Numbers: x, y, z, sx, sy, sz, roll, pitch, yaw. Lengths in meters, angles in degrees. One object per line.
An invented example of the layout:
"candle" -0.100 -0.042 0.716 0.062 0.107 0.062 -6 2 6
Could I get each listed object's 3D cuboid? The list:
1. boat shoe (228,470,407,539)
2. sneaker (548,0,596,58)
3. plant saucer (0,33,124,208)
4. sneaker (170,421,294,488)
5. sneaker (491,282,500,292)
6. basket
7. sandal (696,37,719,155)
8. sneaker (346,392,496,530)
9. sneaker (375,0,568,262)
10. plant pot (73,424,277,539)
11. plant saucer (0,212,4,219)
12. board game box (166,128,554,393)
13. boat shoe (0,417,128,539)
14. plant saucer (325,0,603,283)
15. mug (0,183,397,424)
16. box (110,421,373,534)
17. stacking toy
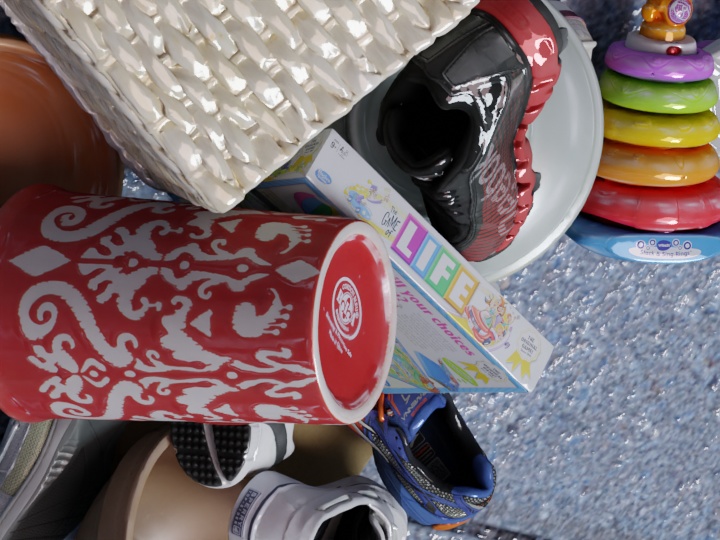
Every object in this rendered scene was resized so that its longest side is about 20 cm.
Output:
"boat shoe" -0.011 0.171 1.417 0.200 0.065 0.074 10 101 -62
"sneaker" 0.100 -0.077 1.417 0.075 0.090 0.201 -11 125 -27
"plant saucer" -0.231 -0.046 1.261 0.200 0.037 0.201 -17 128 -24
"sneaker" -0.071 0.031 1.375 0.080 0.074 0.201 3 93 -60
"sneaker" 0.042 0.008 1.457 0.071 0.099 0.200 -30 162 -9
"basket" -0.076 -0.160 1.160 0.198 0.161 0.200 -40 111 -5
"sandal" 0.232 -0.123 1.495 0.202 0.050 0.083 -28 117 8
"sneaker" 0.020 0.080 1.425 0.200 0.078 0.075 45 68 -11
"sneaker" 0.051 -0.065 1.208 0.098 0.071 0.201 -35 154 -26
"plant pot" -0.121 0.198 1.401 0.092 0.201 0.201 -12 141 29
"plant saucer" -0.282 0.022 1.224 0.200 0.039 0.202 -17 127 -24
"board game box" 0.000 0.000 1.282 0.200 0.134 0.034 44 63 -29
"boat shoe" -0.192 0.103 1.377 0.074 0.065 0.202 -8 132 -53
"plant saucer" 0.045 -0.086 1.323 0.199 0.050 0.201 0 91 1
"mug" -0.082 0.022 1.229 0.177 0.199 0.134 5 87 -65
"box" -0.080 0.116 1.477 0.200 0.021 0.164 22 107 -41
"stacking toy" 0.188 -0.112 1.420 0.116 0.110 0.201 1 108 -13
